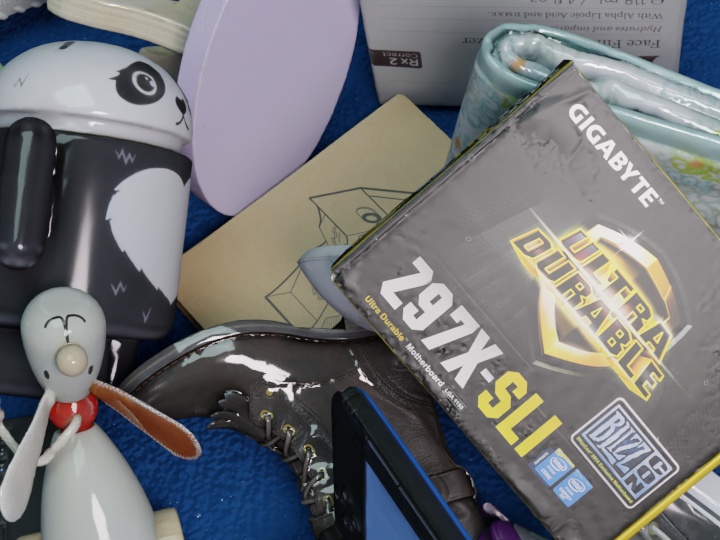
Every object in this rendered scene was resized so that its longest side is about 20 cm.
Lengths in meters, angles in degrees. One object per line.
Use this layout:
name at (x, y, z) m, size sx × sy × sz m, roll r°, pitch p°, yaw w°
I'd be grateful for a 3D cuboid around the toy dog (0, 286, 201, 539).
toy dog at (-0.141, 0.119, 0.859) m, size 0.132 × 0.200 × 0.096 m, roll -31°, pitch 33°, yaw -3°

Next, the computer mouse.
computer mouse at (0.060, 0.018, 0.904) m, size 0.199 × 0.110 × 0.044 m, roll 5°, pitch 84°, yaw -19°

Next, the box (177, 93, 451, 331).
box at (0.000, 0.000, 1.010) m, size 0.200 × 0.021 × 0.164 m, roll -37°, pitch 64°, yaw -13°

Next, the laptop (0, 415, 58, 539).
laptop at (-0.258, 0.149, 0.915) m, size 0.199 × 0.103 × 0.178 m, roll -7°, pitch 60°, yaw 4°

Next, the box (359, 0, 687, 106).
box at (0.109, -0.219, 1.059) m, size 0.198 × 0.131 × 0.201 m, roll 1°, pitch 61°, yaw 9°

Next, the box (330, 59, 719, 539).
box at (0.107, 0.022, 0.825) m, size 0.160 × 0.049 × 0.200 m, roll -40°, pitch 95°, yaw 7°

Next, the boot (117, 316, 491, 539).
boot at (-0.024, 0.113, 0.906) m, size 0.199 × 0.069 × 0.175 m, roll -12°, pitch 72°, yaw -9°

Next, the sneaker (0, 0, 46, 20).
sneaker at (-0.250, -0.202, 1.141) m, size 0.199 × 0.100 × 0.078 m, roll 6°, pitch 22°, yaw -10°

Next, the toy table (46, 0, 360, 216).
toy table at (-0.089, -0.149, 1.026) m, size 0.117 × 0.184 × 0.201 m, roll 35°, pitch 110°, yaw 33°

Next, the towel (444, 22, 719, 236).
towel at (0.145, -0.045, 0.913) m, size 0.199 × 0.171 × 0.048 m, roll 22°, pitch 59°, yaw 5°

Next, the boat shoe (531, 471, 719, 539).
boat shoe at (0.122, 0.110, 0.887) m, size 0.200 × 0.072 × 0.071 m, roll 31°, pitch 71°, yaw 9°

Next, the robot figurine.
robot figurine at (-0.157, -0.027, 0.928) m, size 0.124 × 0.150 × 0.201 m, roll 8°, pitch 87°, yaw -25°

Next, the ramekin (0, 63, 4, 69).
ramekin at (-0.292, -0.046, 1.035) m, size 0.199 × 0.098 × 0.201 m, roll -4°, pitch 59°, yaw 6°

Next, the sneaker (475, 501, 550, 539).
sneaker at (0.055, 0.212, 0.833) m, size 0.087 × 0.074 × 0.200 m, roll 31°, pitch 49°, yaw 2°

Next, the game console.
game console at (-0.008, 0.187, 0.770) m, size 0.118 × 0.171 × 0.200 m, roll -18°, pitch 43°, yaw -20°
